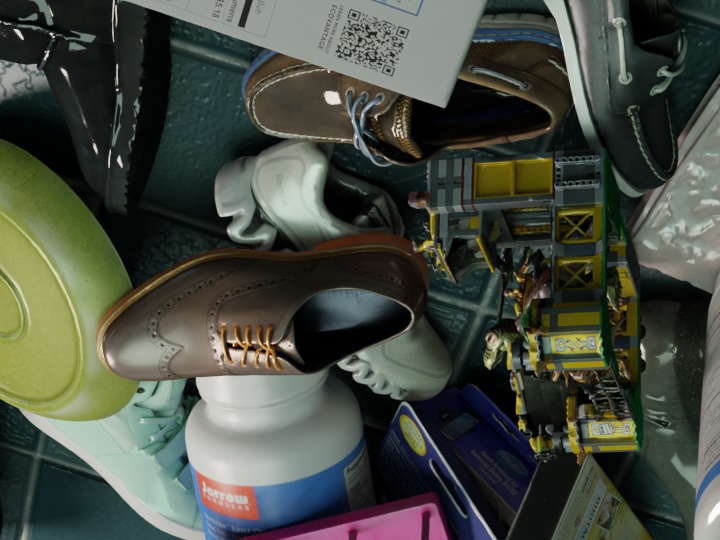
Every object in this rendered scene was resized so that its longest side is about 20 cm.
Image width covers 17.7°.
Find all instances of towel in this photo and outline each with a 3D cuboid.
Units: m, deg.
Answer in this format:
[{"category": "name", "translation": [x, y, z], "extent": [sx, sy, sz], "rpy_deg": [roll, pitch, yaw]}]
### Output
[{"category": "towel", "translation": [0.274, -0.039, 1.308], "extent": [0.199, 0.032, 0.191], "rpy_deg": [23, 131, -5]}]

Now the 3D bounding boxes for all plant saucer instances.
[{"category": "plant saucer", "translation": [-0.215, 0.012, 1.411], "extent": [0.200, 0.031, 0.201], "rpy_deg": [25, 133, 30]}]

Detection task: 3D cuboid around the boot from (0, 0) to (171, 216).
[{"category": "boot", "translation": [-0.193, -0.130, 1.316], "extent": [0.162, 0.073, 0.199], "rpy_deg": [13, 134, 6]}]

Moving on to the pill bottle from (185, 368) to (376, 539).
[{"category": "pill bottle", "translation": [-0.049, 0.130, 1.443], "extent": [0.112, 0.112, 0.201], "rpy_deg": [-3, 116, 16]}]

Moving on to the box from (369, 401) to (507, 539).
[{"category": "box", "translation": [0.044, 0.168, 1.462], "extent": [0.121, 0.032, 0.200], "rpy_deg": [57, 153, 19]}]

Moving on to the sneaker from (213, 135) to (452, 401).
[{"category": "sneaker", "translation": [0.000, 0.000, 1.385], "extent": [0.081, 0.075, 0.200], "rpy_deg": [-30, 119, 22]}]

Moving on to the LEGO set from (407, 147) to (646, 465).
[{"category": "LEGO set", "translation": [0.089, 0.021, 1.278], "extent": [0.115, 0.154, 0.200], "rpy_deg": [-3, 164, 14]}]

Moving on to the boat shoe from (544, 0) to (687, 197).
[{"category": "boat shoe", "translation": [0.142, -0.126, 1.236], "extent": [0.060, 0.076, 0.200], "rpy_deg": [-7, 129, 26]}]

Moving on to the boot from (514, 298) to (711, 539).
[{"category": "boot", "translation": [0.167, 0.094, 1.435], "extent": [0.130, 0.068, 0.201], "rpy_deg": [1, 125, 22]}]

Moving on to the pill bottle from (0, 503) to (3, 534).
[{"category": "pill bottle", "translation": [-0.299, 0.144, 1.547], "extent": [0.111, 0.112, 0.201], "rpy_deg": [6, 130, 9]}]

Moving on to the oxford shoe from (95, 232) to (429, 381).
[{"category": "oxford shoe", "translation": [-0.059, 0.028, 1.324], "extent": [0.199, 0.073, 0.072], "rpy_deg": [-16, 113, 8]}]

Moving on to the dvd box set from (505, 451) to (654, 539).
[{"category": "dvd box set", "translation": [0.124, 0.201, 1.406], "extent": [0.029, 0.147, 0.200], "rpy_deg": [18, 166, 26]}]

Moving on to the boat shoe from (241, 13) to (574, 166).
[{"category": "boat shoe", "translation": [0.023, -0.099, 1.288], "extent": [0.199, 0.073, 0.072], "rpy_deg": [-7, 128, 19]}]

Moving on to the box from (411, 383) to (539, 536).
[{"category": "box", "translation": [0.076, 0.169, 1.481], "extent": [0.119, 0.041, 0.201], "rpy_deg": [44, 147, 38]}]

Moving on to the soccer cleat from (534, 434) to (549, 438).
[{"category": "soccer cleat", "translation": [0.111, 0.190, 1.522], "extent": [0.083, 0.065, 0.201], "rpy_deg": [7, 130, 21]}]

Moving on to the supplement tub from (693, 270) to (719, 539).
[{"category": "supplement tub", "translation": [0.251, 0.084, 1.263], "extent": [0.131, 0.200, 0.132], "rpy_deg": [6, 132, 7]}]

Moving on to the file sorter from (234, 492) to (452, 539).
[{"category": "file sorter", "translation": [-0.032, 0.242, 1.365], "extent": [0.199, 0.126, 0.139], "rpy_deg": [-14, 114, 10]}]

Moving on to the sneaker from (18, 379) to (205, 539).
[{"category": "sneaker", "translation": [-0.118, 0.099, 1.486], "extent": [0.200, 0.074, 0.118], "rpy_deg": [34, 136, -12]}]

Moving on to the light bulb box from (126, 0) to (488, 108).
[{"category": "light bulb box", "translation": [-0.013, -0.218, 1.162], "extent": [0.199, 0.125, 0.199], "rpy_deg": [18, 131, -3]}]
